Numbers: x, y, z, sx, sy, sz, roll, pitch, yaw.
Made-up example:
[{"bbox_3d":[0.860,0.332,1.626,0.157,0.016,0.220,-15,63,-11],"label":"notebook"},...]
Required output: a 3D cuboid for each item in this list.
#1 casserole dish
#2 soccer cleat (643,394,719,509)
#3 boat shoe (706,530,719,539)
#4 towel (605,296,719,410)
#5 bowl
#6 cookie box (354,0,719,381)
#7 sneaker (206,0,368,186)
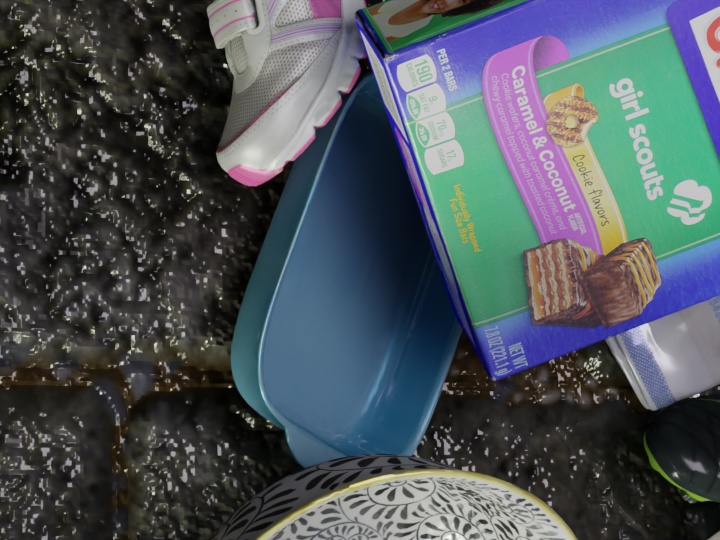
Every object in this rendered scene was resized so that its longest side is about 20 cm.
[{"bbox_3d":[0.000,0.000,1.071,0.121,0.039,0.200,34,68,-41],"label":"casserole dish"},{"bbox_3d":[0.227,0.075,1.171,0.200,0.081,0.068,-1,46,-38],"label":"soccer cleat"},{"bbox_3d":[0.227,0.147,1.151,0.200,0.067,0.057,-28,56,-11],"label":"boat shoe"},{"bbox_3d":[0.194,-0.025,1.130,0.147,0.200,0.024,61,21,-12],"label":"towel"},{"bbox_3d":[-0.006,0.151,1.014,0.201,0.094,0.201,-11,120,-20],"label":"bowl"},{"bbox_3d":[0.120,-0.067,1.030,0.200,0.075,0.171,-21,117,-2],"label":"cookie box"},{"bbox_3d":[-0.045,-0.136,1.060,0.088,0.081,0.200,18,69,-23],"label":"sneaker"}]
